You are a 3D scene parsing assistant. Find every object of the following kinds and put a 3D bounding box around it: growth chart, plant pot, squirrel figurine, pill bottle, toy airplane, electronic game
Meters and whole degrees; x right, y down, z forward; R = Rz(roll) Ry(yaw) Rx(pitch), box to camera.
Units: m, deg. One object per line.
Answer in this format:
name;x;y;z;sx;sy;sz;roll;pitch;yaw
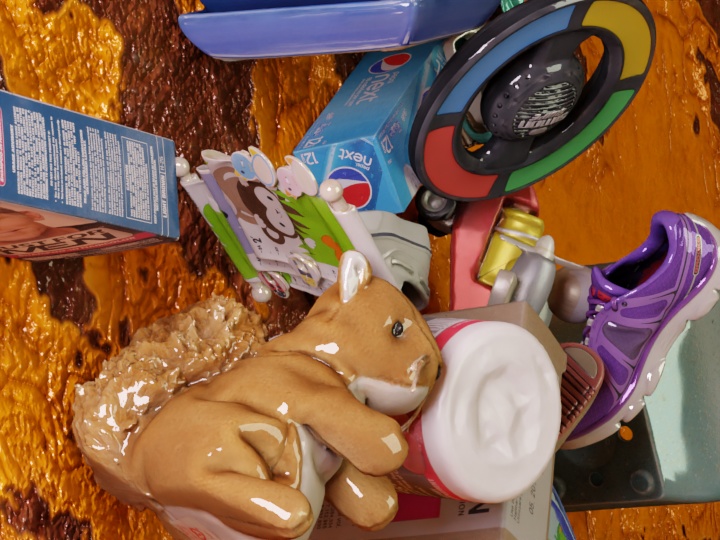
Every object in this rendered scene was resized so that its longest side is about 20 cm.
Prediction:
growth chart;-0.043;-0.021;1.466;0.018;0.200;0.145;-46;121;-20
plant pot;0.228;0.106;1.974;0.200;0.196;0.196;-26;105;-53
squirrel figurine;-0.056;0.069;1.367;0.187;0.200;0.142;-55;156;-24
pill bottle;0.019;0.083;1.498;0.111;0.200;0.111;-2;92;-43
toy airplane;0.113;0.031;1.798;0.200;0.141;0.199;-86;174;-56
electronic game;0.121;-0.123;1.678;0.042;0.200;0.200;55;13;29
plant pot;-0.016;-0.236;1.577;0.200;0.200;0.180;-25;111;-64

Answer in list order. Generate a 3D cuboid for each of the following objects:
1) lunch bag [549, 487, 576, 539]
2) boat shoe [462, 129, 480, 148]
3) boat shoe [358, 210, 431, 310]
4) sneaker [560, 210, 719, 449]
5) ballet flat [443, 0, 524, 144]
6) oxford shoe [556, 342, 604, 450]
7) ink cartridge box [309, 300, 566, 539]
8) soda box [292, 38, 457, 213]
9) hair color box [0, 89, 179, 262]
lunch bag;0.130;0.265;1.824;0.161;0.082;0.200;-68;141;-53
boat shoe;0.082;-0.180;1.869;0.200;0.093;0.075;54;35;-43
boat shoe;0.000;0.000;1.667;0.200;0.072;0.066;14;63;-72
sneaker;0.185;0.038;1.754;0.083;0.200;0.081;28;11;-32
ballet flat;0.087;-0.185;1.762;0.070;0.067;0.200;-10;86;-50
oxford shoe;0.100;0.132;1.727;0.070;0.200;0.075;48;0;31
ink cartridge box;0.042;0.128;1.589;0.075;0.165;0.200;52;36;-45
soda box;0.021;-0.108;1.746;0.064;0.068;0.200;68;28;-23
hair color box;-0.187;-0.048;1.250;0.200;0.100;0.061;14;70;-62
